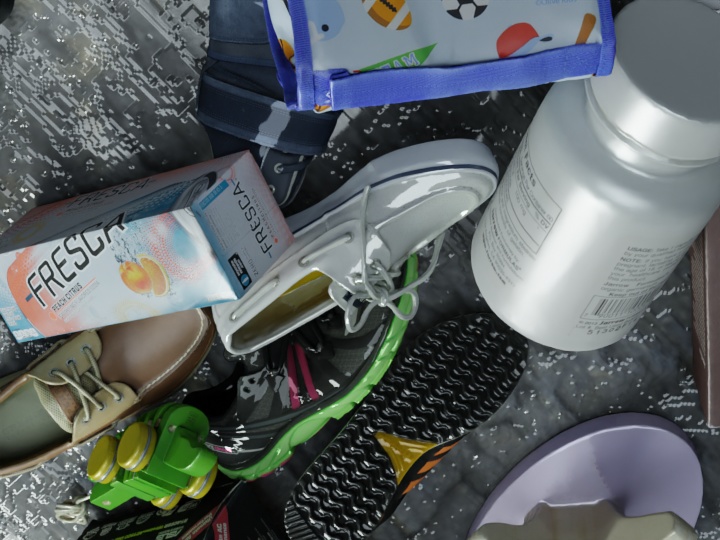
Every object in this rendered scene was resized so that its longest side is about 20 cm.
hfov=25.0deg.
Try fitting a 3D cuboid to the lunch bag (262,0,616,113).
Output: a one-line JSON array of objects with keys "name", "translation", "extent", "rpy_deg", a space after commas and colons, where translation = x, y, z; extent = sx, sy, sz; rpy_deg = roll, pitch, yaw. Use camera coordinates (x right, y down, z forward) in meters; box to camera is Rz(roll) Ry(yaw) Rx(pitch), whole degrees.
[{"name": "lunch bag", "translation": [0.029, -0.169, 0.843], "extent": [0.168, 0.201, 0.124], "rpy_deg": [-9, 146, -8]}]

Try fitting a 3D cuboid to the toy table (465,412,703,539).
[{"name": "toy table", "translation": [0.144, 0.197, 1.057], "extent": [0.183, 0.117, 0.201], "rpy_deg": [27, 113, -8]}]

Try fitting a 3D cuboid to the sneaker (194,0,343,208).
[{"name": "sneaker", "translation": [0.001, -0.101, 0.954], "extent": [0.201, 0.077, 0.147], "rpy_deg": [14, 106, 4]}]

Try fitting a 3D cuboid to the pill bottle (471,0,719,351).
[{"name": "pill bottle", "translation": [0.144, -0.053, 0.912], "extent": [0.113, 0.115, 0.201], "rpy_deg": [18, 141, -5]}]

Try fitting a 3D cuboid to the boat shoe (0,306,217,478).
[{"name": "boat shoe", "translation": [-0.179, 0.078, 1.041], "extent": [0.199, 0.074, 0.076], "rpy_deg": [-35, 97, 16]}]

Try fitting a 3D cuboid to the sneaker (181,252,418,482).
[{"name": "sneaker", "translation": [-0.039, 0.053, 1.027], "extent": [0.084, 0.077, 0.200], "rpy_deg": [40, 108, -17]}]

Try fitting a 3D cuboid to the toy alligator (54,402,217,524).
[{"name": "toy alligator", "translation": [-0.145, 0.122, 1.053], "extent": [0.059, 0.055, 0.200], "rpy_deg": [28, 149, -26]}]

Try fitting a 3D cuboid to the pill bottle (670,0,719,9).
[{"name": "pill bottle", "translation": [0.184, -0.249, 0.868], "extent": [0.111, 0.113, 0.202], "rpy_deg": [5, 114, 1]}]

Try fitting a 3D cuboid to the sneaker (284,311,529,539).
[{"name": "sneaker", "translation": [0.026, 0.104, 1.054], "extent": [0.070, 0.090, 0.200], "rpy_deg": [44, 83, 3]}]

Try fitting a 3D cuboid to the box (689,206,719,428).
[{"name": "box", "translation": [0.254, -0.010, 0.988], "extent": [0.099, 0.075, 0.202], "rpy_deg": [-4, 111, 4]}]

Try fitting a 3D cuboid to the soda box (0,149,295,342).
[{"name": "soda box", "translation": [-0.139, -0.012, 0.965], "extent": [0.199, 0.068, 0.064], "rpy_deg": [-12, 115, 39]}]

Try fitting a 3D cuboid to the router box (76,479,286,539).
[{"name": "router box", "translation": [-0.092, 0.247, 1.092], "extent": [0.149, 0.062, 0.201], "rpy_deg": [-20, 112, 37]}]

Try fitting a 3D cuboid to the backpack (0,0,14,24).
[{"name": "backpack", "translation": [-0.322, -0.144, 0.903], "extent": [0.154, 0.199, 0.191], "rpy_deg": [38, 115, 22]}]

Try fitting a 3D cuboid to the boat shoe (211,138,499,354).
[{"name": "boat shoe", "translation": [-0.003, -0.002, 0.955], "extent": [0.201, 0.087, 0.075], "rpy_deg": [-24, 147, 18]}]
